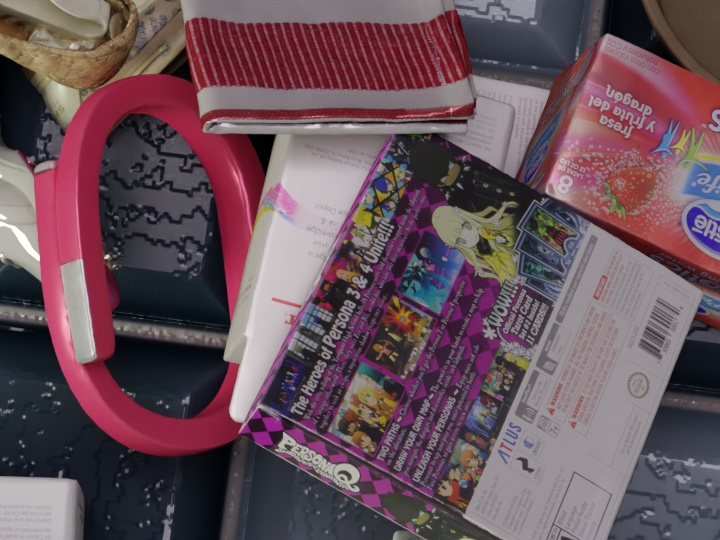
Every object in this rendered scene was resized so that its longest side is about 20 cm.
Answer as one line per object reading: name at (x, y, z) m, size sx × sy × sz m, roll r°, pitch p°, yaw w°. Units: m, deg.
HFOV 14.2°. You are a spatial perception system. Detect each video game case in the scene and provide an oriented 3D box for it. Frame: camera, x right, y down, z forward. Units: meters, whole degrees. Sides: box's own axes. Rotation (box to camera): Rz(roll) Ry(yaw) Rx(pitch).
video game case at (0.059, 0.043, 1.410) m, size 0.181 × 0.036 × 0.201 m, roll 30°, pitch 52°, yaw -5°

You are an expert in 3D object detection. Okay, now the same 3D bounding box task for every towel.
towel at (-0.023, -0.148, 1.491) m, size 0.143 × 0.023 × 0.201 m, roll -1°, pitch 49°, yaw -11°

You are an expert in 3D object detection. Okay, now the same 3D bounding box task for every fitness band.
fitness band at (-0.103, -0.003, 1.522) m, size 0.143 × 0.037 × 0.201 m, roll 2°, pitch 79°, yaw -46°

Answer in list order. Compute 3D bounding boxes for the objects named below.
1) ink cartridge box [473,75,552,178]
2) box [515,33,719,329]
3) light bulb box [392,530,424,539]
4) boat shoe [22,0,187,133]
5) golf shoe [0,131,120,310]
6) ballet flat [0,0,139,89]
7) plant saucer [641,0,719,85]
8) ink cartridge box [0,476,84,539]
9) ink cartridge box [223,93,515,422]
ink cartridge box at (0.067, -0.021, 1.573) m, size 0.199 × 0.050 × 0.162 m, roll 10°, pitch 77°, yaw -13°
box at (0.186, -0.032, 1.526) m, size 0.199 × 0.103 × 0.095 m, roll 25°, pitch 77°, yaw -8°
light bulb box at (0.061, 0.263, 1.385) m, size 0.124 × 0.200 × 0.199 m, roll 6°, pitch 114°, yaw 1°
boat shoe at (-0.086, -0.140, 1.581) m, size 0.199 × 0.073 × 0.063 m, roll -32°, pitch 86°, yaw 3°
golf shoe at (-0.209, -0.039, 1.557) m, size 0.091 × 0.075 × 0.200 m, roll -40°, pitch 73°, yaw 0°
ballet flat at (-0.200, -0.151, 1.480) m, size 0.199 × 0.065 × 0.071 m, roll 16°, pitch 60°, yaw -30°
plant saucer at (0.244, -0.150, 1.579) m, size 0.199 × 0.030 × 0.201 m, roll 4°, pitch 57°, yaw -7°
ink cartridge box at (-0.219, 0.210, 1.488) m, size 0.145 × 0.083 × 0.201 m, roll 2°, pitch 77°, yaw -1°
ink cartridge box at (0.000, 0.000, 1.495) m, size 0.117 × 0.067 × 0.201 m, roll 16°, pitch 75°, yaw -9°
